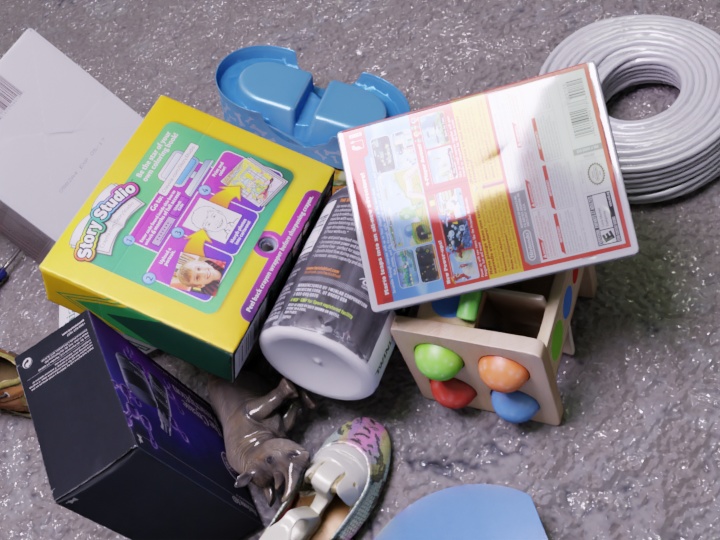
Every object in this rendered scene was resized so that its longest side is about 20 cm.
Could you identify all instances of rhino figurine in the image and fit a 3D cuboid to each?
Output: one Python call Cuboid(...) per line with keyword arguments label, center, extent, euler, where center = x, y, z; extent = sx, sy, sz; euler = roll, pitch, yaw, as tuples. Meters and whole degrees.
Cuboid(label="rhino figurine", center=(-0.084, 0.129, 0.835), extent=(0.087, 0.060, 0.200), euler=(-39, 36, 8))

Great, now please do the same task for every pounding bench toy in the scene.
Cuboid(label="pounding bench toy", center=(0.103, 0.017, 0.775), extent=(0.124, 0.200, 0.157), euler=(9, 60, 25))

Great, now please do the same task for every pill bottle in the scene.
Cuboid(label="pill bottle", center=(0.000, 0.000, 0.823), extent=(0.106, 0.106, 0.201), euler=(9, 56, 25))

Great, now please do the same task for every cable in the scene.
Cuboid(label="cable", center=(0.264, -0.158, 0.912), extent=(0.199, 0.069, 0.201), euler=(-22, 53, 5))

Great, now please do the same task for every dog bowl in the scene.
Cuboid(label="dog bowl", center=(-0.051, -0.162, 0.981), extent=(0.199, 0.050, 0.112), euler=(18, 48, 3))

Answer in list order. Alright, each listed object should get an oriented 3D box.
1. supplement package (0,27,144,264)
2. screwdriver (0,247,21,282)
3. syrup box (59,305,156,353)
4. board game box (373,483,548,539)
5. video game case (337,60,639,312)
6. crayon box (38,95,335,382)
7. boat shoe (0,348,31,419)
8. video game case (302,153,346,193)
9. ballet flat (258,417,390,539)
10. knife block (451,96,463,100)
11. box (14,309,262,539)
Cuboid(label="supplement package", center=(-0.336, -0.118, 1.002), extent=(0.152, 0.151, 0.200), euler=(-56, 15, -18))
Cuboid(label="screwdriver", center=(-0.390, -0.012, 1.091), extent=(0.028, 0.029, 0.200), euler=(23, 64, 31))
Cuboid(label="syrup box", center=(-0.193, 0.015, 0.923), extent=(0.199, 0.081, 0.079), euler=(-24, 58, 26))
Cuboid(label="board game box", center=(0.083, 0.263, 0.723), extent=(0.157, 0.039, 0.201), euler=(-26, 47, 9))
Cuboid(label="video game case", center=(0.090, -0.059, 0.715), extent=(0.199, 0.017, 0.144), euler=(-13, 83, 15))
Cuboid(label="crayon box", center=(-0.140, -0.032, 0.815), extent=(0.172, 0.058, 0.201), euler=(23, 59, 7))
Cuboid(label="boat shoe", center=(-0.395, 0.102, 0.987), extent=(0.199, 0.068, 0.072), euler=(1, 61, 23))
Cuboid(label="video game case", center=(-0.016, -0.071, 0.954), extent=(0.142, 0.018, 0.201), euler=(-6, 52, -17))
Cuboid(label="ballet flat", center=(-0.040, 0.200, 0.787), extent=(0.069, 0.071, 0.200), euler=(27, 70, 25))
Cuboid(label="knife block", center=(0.139, -0.128, 0.866), extent=(0.064, 0.176, 0.201), euler=(14, 51, -13))
Cuboid(label="box", center=(-0.177, 0.144, 0.791), extent=(0.079, 0.200, 0.141), euler=(-32, 53, 4))
